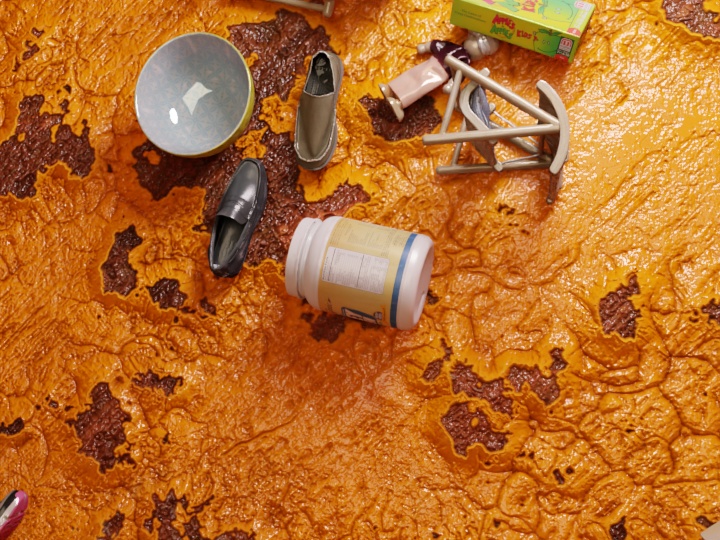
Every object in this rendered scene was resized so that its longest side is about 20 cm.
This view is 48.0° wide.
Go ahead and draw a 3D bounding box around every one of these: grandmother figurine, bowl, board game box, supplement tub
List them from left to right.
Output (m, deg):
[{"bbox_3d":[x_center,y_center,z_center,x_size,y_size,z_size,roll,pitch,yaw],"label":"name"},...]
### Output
[{"bbox_3d":[-0.255,-0.272,1.323,0.198,0.108,0.202,-2,82,11],"label":"bowl"},{"bbox_3d":[0.000,0.000,1.219,0.198,0.145,0.146,13,85,13],"label":"supplement tub"},{"bbox_3d":[0.127,-0.322,1.282,0.199,0.061,0.122,-30,65,4],"label":"grandmother figurine"},{"bbox_3d":[0.249,-0.395,1.246,0.199,0.048,0.102,22,51,13],"label":"board game box"}]

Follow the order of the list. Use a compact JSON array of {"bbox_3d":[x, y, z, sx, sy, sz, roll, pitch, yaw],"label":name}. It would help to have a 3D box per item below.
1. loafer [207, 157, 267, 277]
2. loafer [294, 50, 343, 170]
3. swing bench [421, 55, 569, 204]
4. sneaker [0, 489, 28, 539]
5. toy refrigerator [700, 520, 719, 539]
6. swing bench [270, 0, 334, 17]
[{"bbox_3d":[-0.199,-0.087,1.307,0.068,0.070,0.202,14,86,12],"label":"loafer"},{"bbox_3d":[-0.074,-0.263,1.305,0.074,0.070,0.202,4,83,11],"label":"loafer"},{"bbox_3d":[0.209,-0.197,1.175,0.198,0.199,0.131,15,86,12],"label":"swing bench"},{"bbox_3d":[-0.631,0.423,1.324,0.087,0.074,0.200,43,97,7],"label":"sneaker"},{"bbox_3d":[0.574,0.344,1.102,0.199,0.070,0.076,-36,84,5],"label":"toy refrigerator"},{"bbox_3d":[-0.122,-0.549,1.319,0.197,0.130,0.202,16,81,13],"label":"swing bench"}]
